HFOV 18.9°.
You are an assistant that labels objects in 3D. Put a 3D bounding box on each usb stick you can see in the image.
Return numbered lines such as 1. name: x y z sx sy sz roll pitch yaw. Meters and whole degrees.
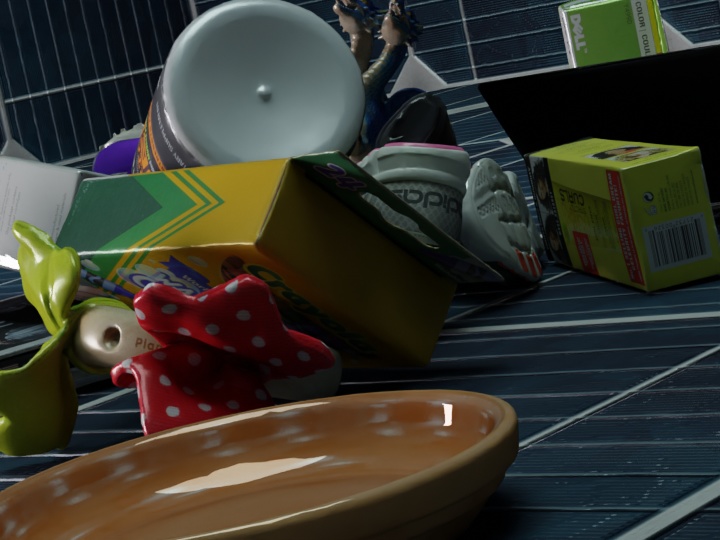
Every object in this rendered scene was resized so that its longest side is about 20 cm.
1. usb stick: 0.042 -0.060 1.374 0.033 0.055 0.200 32 -8 15

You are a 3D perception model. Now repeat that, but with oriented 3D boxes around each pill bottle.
1. pill bottle: -0.067 -0.061 1.171 0.106 0.106 0.200 -14 -14 -16

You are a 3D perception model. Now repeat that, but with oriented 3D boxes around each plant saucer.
1. plant saucer: -0.040 0.085 0.773 0.200 0.038 0.200 -11 7 1

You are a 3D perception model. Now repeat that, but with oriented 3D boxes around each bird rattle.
1. bird rattle: -0.079 0.032 1.019 0.200 0.113 0.163 -4 -8 40

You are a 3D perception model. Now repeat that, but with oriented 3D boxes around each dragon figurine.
1. dragon figurine: 0.017 -0.090 1.437 0.059 0.200 0.099 15 50 38

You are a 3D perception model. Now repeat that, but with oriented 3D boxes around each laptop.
1. laptop: 0.218 -0.097 1.454 0.187 0.116 0.200 -5 10 39

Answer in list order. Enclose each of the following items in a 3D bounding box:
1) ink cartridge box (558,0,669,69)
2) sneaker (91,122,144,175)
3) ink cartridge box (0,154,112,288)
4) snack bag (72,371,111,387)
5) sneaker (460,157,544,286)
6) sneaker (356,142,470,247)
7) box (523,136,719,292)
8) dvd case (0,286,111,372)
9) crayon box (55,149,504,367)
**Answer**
1. ink cartridge box: 0.204 -0.140 1.677 0.076 0.148 0.200 -11 7 6
2. sneaker: -0.084 -0.026 1.360 0.200 0.100 0.070 14 -32 10
3. ink cartridge box: -0.198 -0.032 1.326 0.200 0.068 0.115 12 0 43
4. snack bag: -0.231 0.064 1.306 0.188 0.021 0.200 -15 8 -30
5. sneaker: 0.062 -0.016 1.311 0.082 0.077 0.200 -21 -5 9
6. sneaker: 0.000 0.000 1.229 0.074 0.088 0.200 14 -25 -22
7. box: 0.150 -0.035 1.260 0.050 0.075 0.200 -15 9 -10
8. dvd case: -0.225 0.047 1.263 0.200 0.025 0.150 -16 13 -31
9. crayon box: -0.045 -0.001 1.077 0.200 0.052 0.126 -4 -32 47
